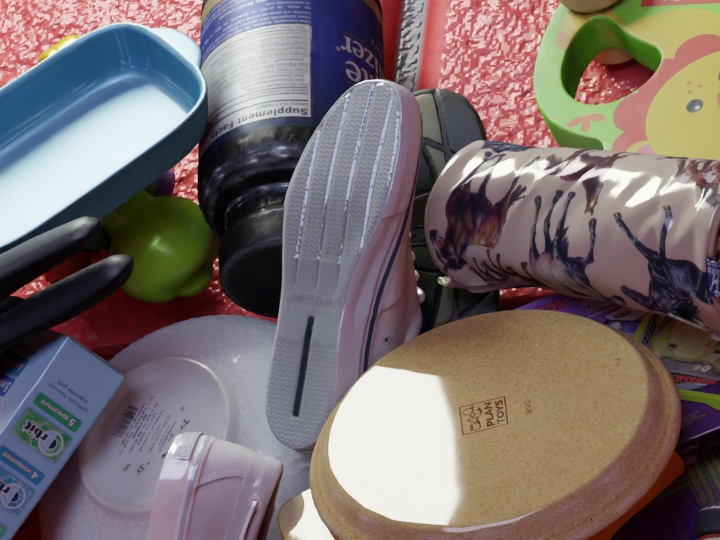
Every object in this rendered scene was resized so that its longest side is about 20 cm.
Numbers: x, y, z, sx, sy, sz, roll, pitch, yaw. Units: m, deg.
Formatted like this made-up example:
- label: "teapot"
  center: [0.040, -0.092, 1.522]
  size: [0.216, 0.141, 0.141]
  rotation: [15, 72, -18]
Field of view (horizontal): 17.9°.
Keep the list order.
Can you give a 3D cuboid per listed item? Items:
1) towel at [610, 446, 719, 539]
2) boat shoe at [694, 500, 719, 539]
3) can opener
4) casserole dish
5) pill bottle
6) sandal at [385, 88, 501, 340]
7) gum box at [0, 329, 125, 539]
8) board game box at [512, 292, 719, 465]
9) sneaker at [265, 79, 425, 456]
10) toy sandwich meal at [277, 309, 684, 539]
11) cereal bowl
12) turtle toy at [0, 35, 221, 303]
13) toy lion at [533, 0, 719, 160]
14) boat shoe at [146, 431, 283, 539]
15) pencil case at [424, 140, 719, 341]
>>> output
- label: "towel"
  center: [0.114, 0.116, 1.191]
  size: [0.200, 0.023, 0.144]
  rotation: [-30, 50, 7]
- label: "boat shoe"
  center: [0.255, 0.102, 1.091]
  size: [0.200, 0.071, 0.063]
  rotation: [-11, 71, 14]
- label: "can opener"
  center: [-0.197, 0.019, 1.243]
  size: [0.200, 0.063, 0.079]
  rotation: [-32, 26, 44]
- label: "casserole dish"
  center: [-0.171, -0.066, 1.305]
  size: [0.200, 0.039, 0.121]
  rotation: [-36, 46, -15]
- label: "pill bottle"
  center: [-0.040, -0.077, 1.336]
  size: [0.112, 0.112, 0.200]
  rotation: [-15, 55, 19]
- label: "sandal"
  center: [0.042, 0.000, 1.276]
  size: [0.080, 0.057, 0.201]
  rotation: [5, 77, 6]
- label: "gum box"
  center: [-0.226, 0.121, 1.290]
  size: [0.200, 0.045, 0.170]
  rotation: [-56, 19, -9]
- label: "board game box"
  center: [0.154, 0.047, 1.182]
  size: [0.200, 0.032, 0.120]
  rotation: [-22, 54, 6]
- label: "sneaker"
  center: [0.000, 0.000, 1.212]
  size: [0.073, 0.071, 0.200]
  rotation: [15, 92, 38]
- label: "toy sandwich meal"
  center: [0.064, 0.100, 1.120]
  size: [0.205, 0.070, 0.205]
  rotation: [-12, 35, 9]
- label: "cereal bowl"
  center: [-0.095, 0.108, 1.266]
  size: [0.200, 0.083, 0.200]
  rotation: [-13, 56, 20]
- label: "turtle toy"
  center: [-0.166, -0.047, 1.385]
  size: [0.146, 0.101, 0.200]
  rotation: [-43, 48, -20]
- label: "toy lion"
  center: [0.185, -0.096, 1.247]
  size: [0.200, 0.069, 0.192]
  rotation: [2, 54, 29]
- label: "boat shoe"
  center: [-0.073, 0.176, 1.169]
  size: [0.068, 0.200, 0.072]
  rotation: [11, 20, 8]
- label: "pencil case"
  center: [0.125, -0.017, 1.164]
  size: [0.200, 0.078, 0.089]
  rotation: [9, 82, 43]
